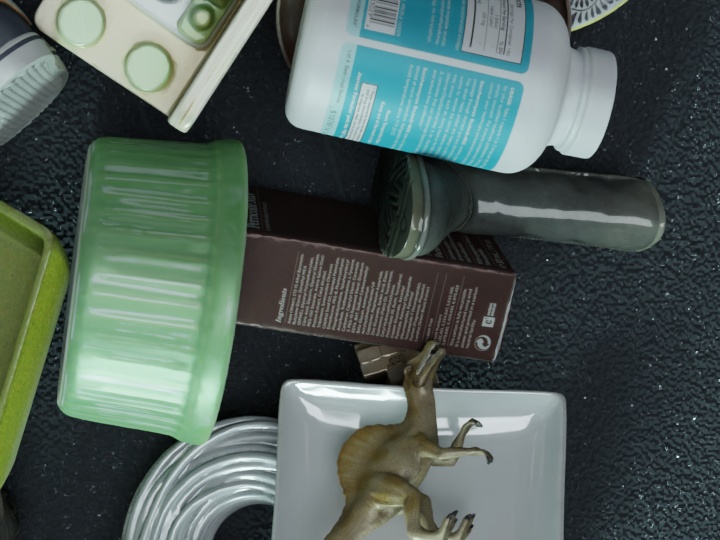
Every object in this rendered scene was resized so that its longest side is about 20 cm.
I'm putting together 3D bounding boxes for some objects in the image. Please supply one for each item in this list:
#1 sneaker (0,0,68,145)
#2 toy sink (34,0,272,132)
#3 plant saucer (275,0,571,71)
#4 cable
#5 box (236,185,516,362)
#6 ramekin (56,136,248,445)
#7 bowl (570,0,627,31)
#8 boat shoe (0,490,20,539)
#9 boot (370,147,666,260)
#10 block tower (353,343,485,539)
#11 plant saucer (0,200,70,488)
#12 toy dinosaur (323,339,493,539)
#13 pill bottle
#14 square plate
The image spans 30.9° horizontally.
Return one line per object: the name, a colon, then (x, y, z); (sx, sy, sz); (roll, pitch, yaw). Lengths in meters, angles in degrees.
sneaker: (-0.233, -0.133, 0.812); (0.078, 0.200, 0.080); (-43, 96, -14)
toy sink: (-0.121, -0.176, 0.812); (0.112, 0.200, 0.131); (33, 96, -12)
plant saucer: (0.042, -0.173, 0.881); (0.198, 0.035, 0.201); (3, 138, 3)
cable: (-0.075, 0.208, 0.931); (0.198, 0.069, 0.202); (1, 77, 8)
box: (0.000, 0.000, 0.917); (0.198, 0.100, 0.076); (7, 111, -11)
ramekin: (-0.139, 0.008, 0.846); (0.097, 0.200, 0.202); (7, 101, -13)
bowl: (0.109, -0.264, 0.869); (0.198, 0.095, 0.202); (4, 138, 4)
boat shoe: (-0.279, 0.184, 0.936); (0.064, 0.073, 0.202); (2, 94, -35)
boot: (0.112, -0.039, 0.897); (0.198, 0.182, 0.073); (14, 111, -7)
block tower: (0.046, 0.142, 0.932); (0.057, 0.054, 0.202); (-17, 71, -3)
plant saucer: (-0.269, 0.039, 0.865); (0.048, 0.199, 0.202); (8, 104, -50)
toy dinosaur: (0.023, 0.146, 0.854); (0.100, 0.058, 0.201); (24, 66, 25)
pill bottle: (0.057, -0.126, 0.824); (0.198, 0.111, 0.112); (12, 100, -6)
square plate: (0.038, 0.177, 0.877); (0.198, 0.028, 0.200); (3, 72, 3)
